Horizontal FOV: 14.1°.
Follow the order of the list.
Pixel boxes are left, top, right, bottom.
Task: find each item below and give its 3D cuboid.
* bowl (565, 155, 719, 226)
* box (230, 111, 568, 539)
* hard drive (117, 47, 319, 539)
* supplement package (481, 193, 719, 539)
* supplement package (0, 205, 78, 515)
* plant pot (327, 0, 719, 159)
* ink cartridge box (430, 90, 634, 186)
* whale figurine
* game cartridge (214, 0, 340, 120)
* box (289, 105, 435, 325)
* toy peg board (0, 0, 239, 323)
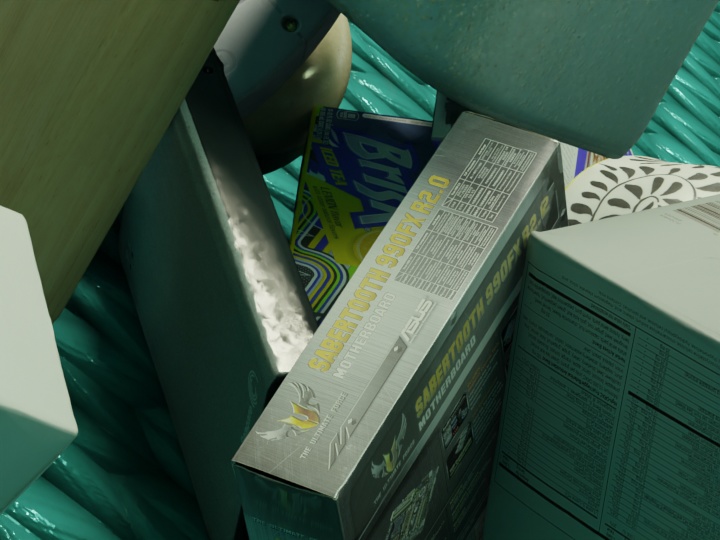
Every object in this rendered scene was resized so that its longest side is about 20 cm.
[{"bbox_3d":[0.182,0.029,1.384,0.201,0.094,0.201,18,64,-40],"label":"bowl"},{"bbox_3d":[0.024,0.060,1.196,0.048,0.158,0.200,18,55,23],"label":"box"},{"bbox_3d":[-0.061,0.017,1.268,0.033,0.140,0.200,-6,48,-19],"label":"hard drive"},{"bbox_3d":[0.170,0.085,1.221,0.191,0.200,0.147,-11,29,-37],"label":"supplement package"},{"bbox_3d":[-0.219,0.022,1.034,0.200,0.117,0.117,24,32,-38],"label":"supplement package"},{"bbox_3d":[0.043,-0.184,1.268,0.196,0.196,0.200,43,24,31],"label":"plant pot"},{"bbox_3d":[0.088,-0.039,1.450,0.198,0.043,0.200,60,28,-45],"label":"ink cartridge box"},{"bbox_3d":[-0.107,-0.112,1.453,0.200,0.104,0.159,12,54,-14],"label":"whale figurine"},{"bbox_3d":[-0.109,-0.116,1.374,0.200,0.041,0.133,-34,75,-22],"label":"game cartridge"},{"bbox_3d":[0.000,0.000,1.347,0.070,0.064,0.200,7,31,0],"label":"box"},{"bbox_3d":[-0.175,-0.092,1.200,0.098,0.200,0.199,42,19,32],"label":"toy peg board"}]
